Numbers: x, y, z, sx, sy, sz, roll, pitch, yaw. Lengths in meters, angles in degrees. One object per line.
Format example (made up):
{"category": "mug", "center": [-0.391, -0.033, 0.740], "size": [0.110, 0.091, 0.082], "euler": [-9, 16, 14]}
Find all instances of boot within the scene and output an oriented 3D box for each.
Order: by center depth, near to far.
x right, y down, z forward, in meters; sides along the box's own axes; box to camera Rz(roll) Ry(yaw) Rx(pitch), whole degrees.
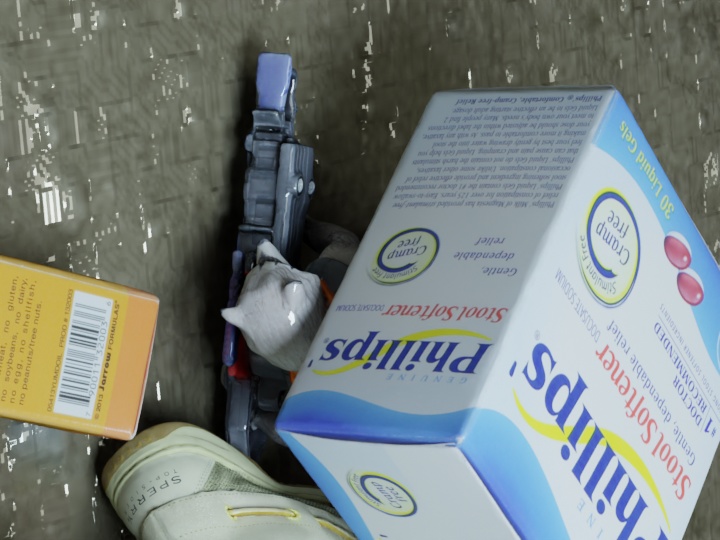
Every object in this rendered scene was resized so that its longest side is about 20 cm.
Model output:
{"category": "boot", "center": [-0.020, 0.163, 1.204], "size": [0.072, 0.155, 0.200], "euler": [-43, 134, 16]}

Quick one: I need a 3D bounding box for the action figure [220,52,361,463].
{"category": "action figure", "center": [0.000, 0.000, 1.266], "size": [0.193, 0.104, 0.201], "euler": [-9, 103, -61]}

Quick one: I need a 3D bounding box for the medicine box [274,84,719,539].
{"category": "medicine box", "center": [0.076, 0.050, 1.218], "size": [0.182, 0.102, 0.201], "euler": [55, 48, -39]}

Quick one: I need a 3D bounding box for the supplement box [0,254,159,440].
{"category": "supplement box", "center": [-0.172, 0.021, 1.077], "size": [0.200, 0.066, 0.069], "euler": [19, 80, -50]}
